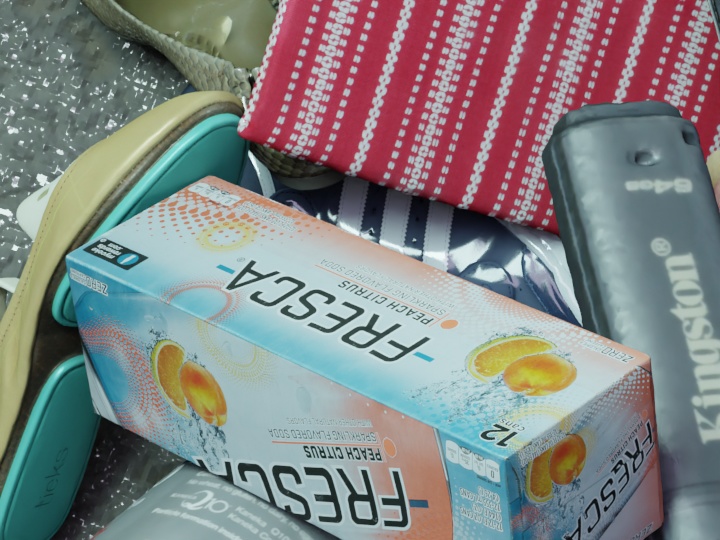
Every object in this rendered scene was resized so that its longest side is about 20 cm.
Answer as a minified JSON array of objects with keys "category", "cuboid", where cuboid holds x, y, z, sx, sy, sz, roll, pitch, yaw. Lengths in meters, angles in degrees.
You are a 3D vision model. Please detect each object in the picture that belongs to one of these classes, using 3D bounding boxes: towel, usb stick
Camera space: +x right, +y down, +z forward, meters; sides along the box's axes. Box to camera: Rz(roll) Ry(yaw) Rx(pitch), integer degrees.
[{"category":"towel","cuboid":[0.066,-0.087,1.009,0.199,0.022,0.145,15,95,-25]},{"category":"usb stick","cuboid":[0.102,0.037,0.925,0.055,0.033,0.201,-7,62,-9]}]

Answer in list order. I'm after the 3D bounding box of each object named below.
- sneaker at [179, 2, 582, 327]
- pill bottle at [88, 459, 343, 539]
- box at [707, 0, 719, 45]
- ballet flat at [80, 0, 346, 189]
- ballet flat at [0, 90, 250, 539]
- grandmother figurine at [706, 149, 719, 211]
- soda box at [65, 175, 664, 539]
[{"category":"sneaker","cuboid":[0.000,0.000,1.067,0.200,0.070,0.108,41,73,18]},{"category":"pill bottle","cuboid":[-0.023,0.109,0.978,0.116,0.116,0.200,41,46,11]},{"category":"box","cuboid":[0.206,-0.039,0.936,0.160,0.049,0.201,-20,60,14]},{"category":"ballet flat","cuboid":[-0.057,-0.097,1.064,0.067,0.046,0.200,-36,45,-4]},{"category":"ballet flat","cuboid":[-0.105,0.009,1.027,0.063,0.068,0.201,43,117,30]},{"category":"grandmother figurine","cuboid":[0.094,0.047,0.967,0.121,0.061,0.200,13,53,34]},{"category":"soda box","cuboid":[-0.002,0.036,0.917,0.068,0.064,0.199,-31,37,-34]}]
